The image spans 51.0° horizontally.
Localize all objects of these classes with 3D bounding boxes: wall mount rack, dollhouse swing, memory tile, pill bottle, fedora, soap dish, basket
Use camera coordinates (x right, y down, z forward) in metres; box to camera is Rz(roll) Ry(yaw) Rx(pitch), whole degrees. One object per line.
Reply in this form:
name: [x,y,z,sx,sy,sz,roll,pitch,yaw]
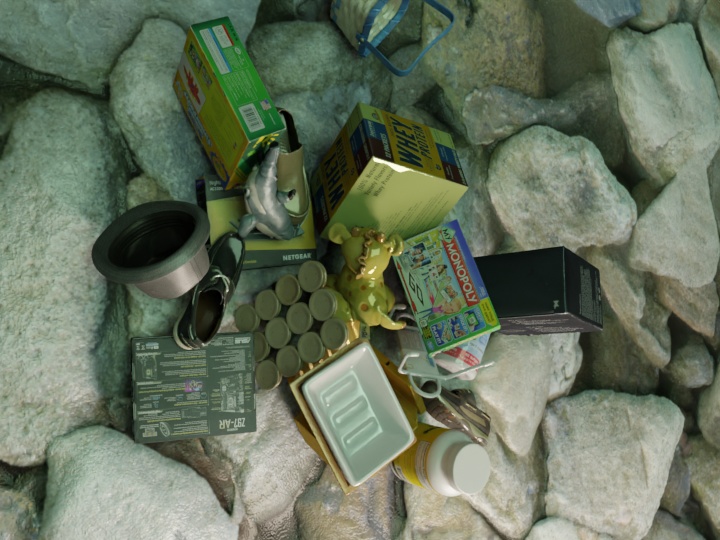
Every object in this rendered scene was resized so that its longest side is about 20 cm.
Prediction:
wall mount rack: [0.138,0.133,1.363,0.169,0.076,0.203,10,39,-21]
dollhouse swing: [-0.004,0.216,1.303,0.199,0.180,0.178,-40,149,-25]
memory tile: [-0.116,0.090,1.242,0.017,0.198,0.156,1,61,-62]
pill bottle: [0.143,0.344,1.376,0.110,0.198,0.116,2,87,-30]
pill bottle: [0.206,0.101,1.478,0.107,0.108,0.204,30,73,-25]
fedora: [-0.306,-0.021,1.164,0.178,0.195,0.092,-57,140,-36]
soap dish: [-0.015,0.232,1.230,0.155,0.081,0.204,-30,97,-26]
basket: [0.057,-0.471,1.392,0.199,0.140,0.177,40,66,11]

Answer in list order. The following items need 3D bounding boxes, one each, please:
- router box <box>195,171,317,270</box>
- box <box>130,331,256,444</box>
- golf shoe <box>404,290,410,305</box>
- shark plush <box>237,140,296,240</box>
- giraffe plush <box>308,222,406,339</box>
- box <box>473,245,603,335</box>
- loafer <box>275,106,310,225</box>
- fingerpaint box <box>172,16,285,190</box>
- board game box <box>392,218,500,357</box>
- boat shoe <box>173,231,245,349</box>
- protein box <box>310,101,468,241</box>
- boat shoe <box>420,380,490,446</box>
router box: [-0.176,-0.083,1.295,0.195,0.052,0.162,-7,90,-31]
box: [-0.267,0.184,1.214,0.194,0.043,0.165,-2,88,-20]
golf shoe: [0.119,0.011,1.383,0.073,0.202,0.093,7,121,-19]
shark plush: [-0.136,-0.130,1.191,0.081,0.203,0.092,17,40,3]
giraffe plush: [0.000,0.000,1.276,0.168,0.200,0.167,0,109,-17]
box: [0.312,0.044,1.360,0.198,0.193,0.121,18,69,-53]
loafer: [-0.129,-0.178,1.262,0.075,0.067,0.205,-17,92,-30]
fingerpaint box: [-0.210,-0.260,1.191,0.072,0.167,0.204,-24,81,-29]
board game box: [0.143,0.029,1.303,0.131,0.029,0.204,-21,72,3]
boat shoe: [-0.225,0.029,1.190,0.071,0.067,0.204,31,66,-24]
protein box: [0.044,-0.151,1.325,0.196,0.200,0.137,12,45,-29]
boat shoe: [0.189,0.269,1.489,0.200,0.073,0.074,46,57,-29]
